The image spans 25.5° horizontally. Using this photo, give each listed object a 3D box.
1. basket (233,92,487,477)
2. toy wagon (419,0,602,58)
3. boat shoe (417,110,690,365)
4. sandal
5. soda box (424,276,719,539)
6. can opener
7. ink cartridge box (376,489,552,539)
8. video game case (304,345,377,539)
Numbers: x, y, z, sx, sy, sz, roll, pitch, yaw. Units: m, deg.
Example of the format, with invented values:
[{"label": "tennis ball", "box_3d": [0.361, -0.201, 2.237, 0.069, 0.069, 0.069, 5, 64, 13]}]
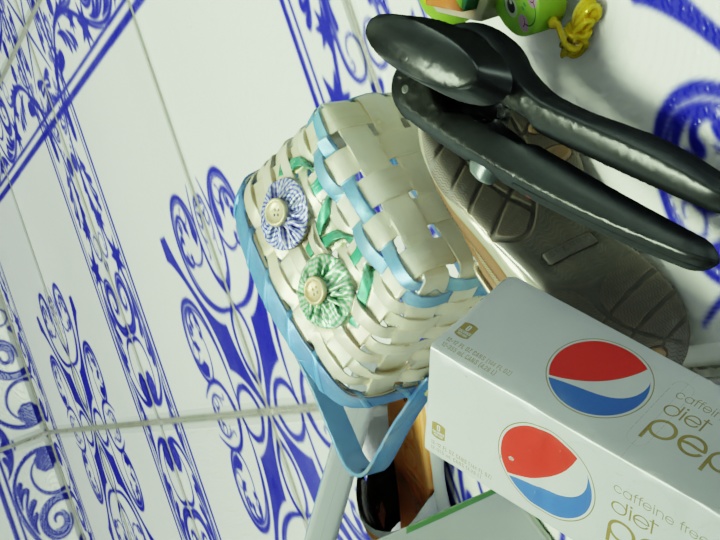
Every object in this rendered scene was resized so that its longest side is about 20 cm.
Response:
[{"label": "basket", "box_3d": [0.000, 0.000, 0.912, 0.177, 0.138, 0.200, 60, 148, 24]}, {"label": "toy wagon", "box_3d": [0.050, -0.184, 0.762, 0.201, 0.039, 0.155, 63, 159, 22]}, {"label": "boat shoe", "box_3d": [0.084, -0.010, 0.784, 0.072, 0.075, 0.201, 98, 149, -55]}, {"label": "sandal", "box_3d": [0.024, 0.151, 1.105, 0.079, 0.059, 0.208, 40, 144, 56]}, {"label": "soda box", "box_3d": [0.123, 0.083, 0.674, 0.199, 0.064, 0.068, 29, 139, 28]}, {"label": "can opener", "box_3d": [0.084, -0.056, 0.717, 0.200, 0.078, 0.064, 37, 119, 31]}, {"label": "ink cartridge box", "box_3d": [0.048, 0.250, 1.008, 0.083, 0.146, 0.201, 51, 153, 39]}, {"label": "video game case", "box_3d": [-0.024, 0.173, 1.105, 0.182, 0.022, 0.201, 104, -177, -67]}]
